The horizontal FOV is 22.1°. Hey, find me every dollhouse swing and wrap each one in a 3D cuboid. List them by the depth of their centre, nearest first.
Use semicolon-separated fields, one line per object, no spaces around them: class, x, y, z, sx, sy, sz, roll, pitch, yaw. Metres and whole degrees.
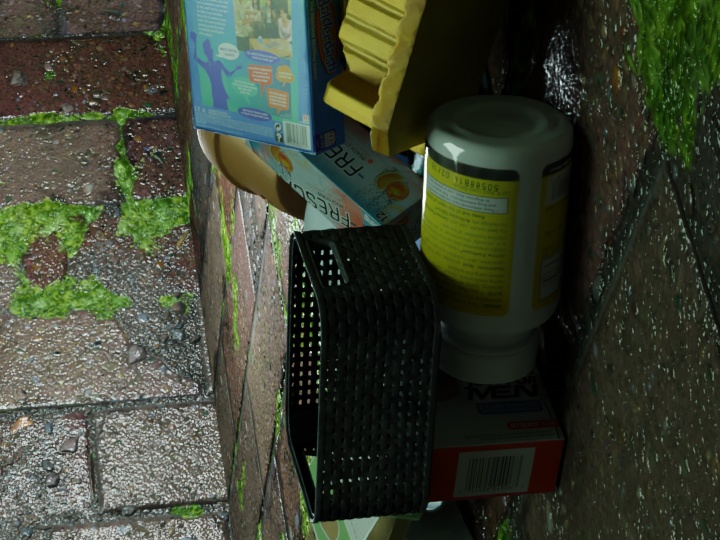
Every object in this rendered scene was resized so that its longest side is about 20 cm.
dollhouse swing;0.021;-0.201;1.402;0.181;0.175;0.202;30;114;31

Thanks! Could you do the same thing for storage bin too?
storage bin;-0.001;0.078;1.416;0.136;0.093;0.202;-112;22;-57

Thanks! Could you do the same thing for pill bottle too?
pill bottle;0.099;-0.021;1.389;0.112;0.110;0.202;-115;24;-61

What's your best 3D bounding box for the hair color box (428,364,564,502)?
hair color box;0.085;0.093;1.502;0.201;0.110;0.064;-108;19;-50

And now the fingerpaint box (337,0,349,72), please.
fingerpaint box;0.002;-0.285;1.639;0.200;0.072;0.169;-114;20;-64

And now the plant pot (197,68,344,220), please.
plant pot;-0.063;-0.148;2.020;0.140;0.198;0.202;51;146;44

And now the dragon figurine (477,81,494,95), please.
dragon figurine;0.095;-0.098;1.519;0.100;0.058;0.202;-108;18;-51

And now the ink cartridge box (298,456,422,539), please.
ink cartridge box;0.015;0.178;1.710;0.201;0.048;0.146;-64;31;31

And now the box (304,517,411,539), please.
box;0.000;0.243;1.789;0.202;0.021;0.164;-69;26;13

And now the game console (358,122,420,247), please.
game console;0.020;-0.053;1.790;0.200;0.174;0.117;110;-178;-63

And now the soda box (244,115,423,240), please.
soda box;-0.022;-0.096;1.701;0.200;0.068;0.064;42;154;26

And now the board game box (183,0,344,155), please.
board game box;-0.087;-0.213;1.610;0.151;0.045;0.202;15;118;37

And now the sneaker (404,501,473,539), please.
sneaker;0.070;0.288;1.772;0.201;0.073;0.116;-94;5;-52

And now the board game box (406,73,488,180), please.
board game box;0.066;-0.196;1.663;0.151;0.046;0.202;110;154;-64

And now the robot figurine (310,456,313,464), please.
robot figurine;0.010;0.247;1.931;0.169;0.112;0.202;29;127;40

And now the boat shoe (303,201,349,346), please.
boat shoe;0.004;0.000;1.775;0.074;0.086;0.204;-13;82;41

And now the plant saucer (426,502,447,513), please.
plant saucer;0.073;0.125;1.730;0.200;0.036;0.202;178;90;-73
